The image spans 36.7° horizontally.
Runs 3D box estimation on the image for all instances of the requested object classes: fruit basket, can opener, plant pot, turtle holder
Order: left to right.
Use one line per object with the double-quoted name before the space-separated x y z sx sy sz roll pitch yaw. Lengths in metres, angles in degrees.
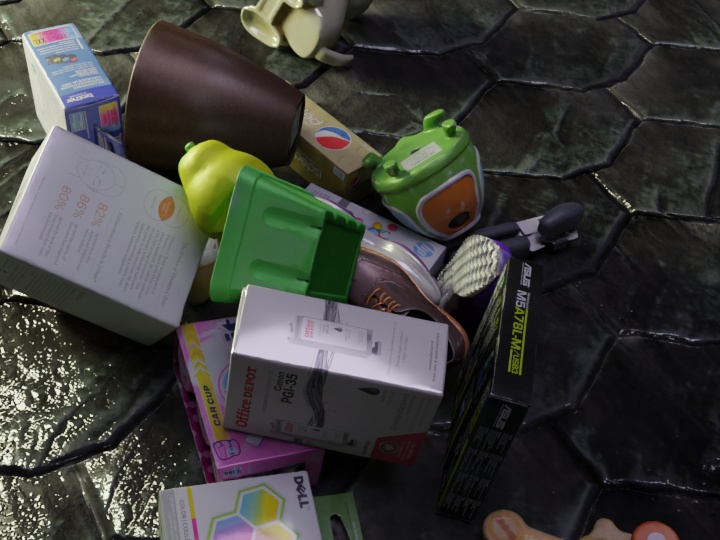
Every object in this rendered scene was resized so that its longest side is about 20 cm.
"plant pot" -0.176 -0.203 1.382 0.198 0.188 0.188 13 44 2
"fruit basket" -0.112 -0.044 1.123 0.213 0.157 0.216 15 0 0
"turtle holder" 0.081 -0.111 1.380 0.141 0.132 0.185 -42 21 -26
"can opener" 0.198 -0.050 1.395 0.198 0.067 0.054 -13 48 -24

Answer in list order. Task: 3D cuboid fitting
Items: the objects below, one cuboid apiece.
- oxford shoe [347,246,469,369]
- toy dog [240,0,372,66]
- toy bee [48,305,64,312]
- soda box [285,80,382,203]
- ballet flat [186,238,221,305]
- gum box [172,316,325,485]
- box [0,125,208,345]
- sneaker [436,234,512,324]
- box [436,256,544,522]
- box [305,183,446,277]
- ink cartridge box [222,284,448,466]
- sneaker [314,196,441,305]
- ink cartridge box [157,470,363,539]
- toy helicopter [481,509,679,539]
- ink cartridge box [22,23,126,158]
"oxford shoe" 0.034 0.034 1.182 0.199 0.072 0.073 35 7 9
"toy dog" -0.052 -0.424 1.673 0.193 0.140 0.200 38 49 8
"toy bee" -0.326 -0.055 1.260 0.129 0.109 0.201 -5 47 -16
"soda box" -0.064 -0.172 1.466 0.067 0.064 0.200 -29 58 -34
"ballet flat" -0.194 -0.048 1.313 0.068 0.063 0.201 6 45 -5
"gum box" -0.119 0.143 1.133 0.112 0.067 0.201 -8 48 -20
"box" -0.276 -0.032 1.167 0.199 0.106 0.154 26 64 -21
"sneaker" 0.153 0.016 1.238 0.098 0.200 0.070 10 73 -10
"box" 0.133 0.121 1.112 0.047 0.201 0.194 14 43 -2
"box" -0.017 -0.014 1.333 0.199 0.041 0.156 27 47 14
"ink cartridge box" -0.028 0.103 1.040 0.198 0.147 0.083 11 52 -3
"sneaker" 0.000 0.000 1.260 0.199 0.075 0.100 31 75 13
"ink cartridge box" -0.088 0.254 1.027 0.198 0.060 0.105 -4 51 -15
"toy helicopter" 0.208 0.295 1.061 0.198 0.079 0.133 18 52 22
"ink cartridge box" -0.356 -0.198 1.377 0.076 0.137 0.201 -18 51 -21
